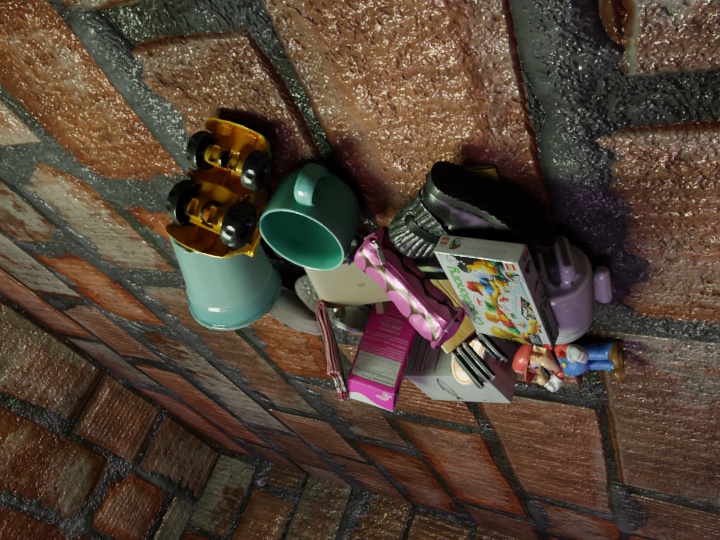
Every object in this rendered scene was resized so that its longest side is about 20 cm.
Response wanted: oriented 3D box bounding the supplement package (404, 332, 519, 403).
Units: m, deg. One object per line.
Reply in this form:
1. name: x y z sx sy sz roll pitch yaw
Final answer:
1. supplement package: 0.211 0.193 1.186 0.198 0.119 0.117 -10 139 45

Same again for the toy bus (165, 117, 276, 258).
1. toy bus: -0.199 -0.123 0.947 0.134 0.203 0.192 22 -176 18

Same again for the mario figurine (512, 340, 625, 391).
1. mario figurine: 0.379 0.182 1.055 0.197 0.106 0.126 -5 106 29

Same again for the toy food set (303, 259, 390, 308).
1. toy food set: 0.000 0.000 1.042 0.196 0.061 0.144 -9 146 7

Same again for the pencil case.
1. pencil case: 0.075 0.025 0.884 0.200 0.091 0.094 45 164 11

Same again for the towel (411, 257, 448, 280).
1. towel: 0.166 0.000 0.947 0.197 0.023 0.143 -4 166 39

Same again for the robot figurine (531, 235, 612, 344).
1. robot figurine: 0.296 0.037 0.875 0.167 0.114 0.201 -9 141 19

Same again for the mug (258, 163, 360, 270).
1. mug: -0.067 -0.095 0.919 0.151 0.116 0.184 36 147 -22

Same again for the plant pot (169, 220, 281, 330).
1. plant pot: -0.271 -0.023 1.121 0.197 0.202 0.198 12 142 18

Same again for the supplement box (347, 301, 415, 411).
1. supplement box: 0.050 0.164 1.167 0.102 0.202 0.102 16 151 11

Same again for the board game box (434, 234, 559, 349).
1. board game box: 0.195 0.032 0.806 0.125 0.035 0.201 11 148 40

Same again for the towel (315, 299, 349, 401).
1. towel: -0.054 0.164 1.124 0.022 0.146 0.201 -13 152 -2

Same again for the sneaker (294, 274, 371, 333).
1. sneaker: -0.065 0.082 1.255 0.199 0.077 0.080 35 159 -17

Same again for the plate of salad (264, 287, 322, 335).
1. plate of salad: -0.157 0.089 1.247 0.198 0.049 0.200 30 -168 -7

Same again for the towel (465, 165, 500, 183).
1. towel: 0.186 -0.081 0.866 0.085 0.018 0.201 -2 141 28

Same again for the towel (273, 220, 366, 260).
1. towel: -0.077 -0.040 1.098 0.197 0.035 0.193 23 150 1

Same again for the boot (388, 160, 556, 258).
1. boot: 0.156 -0.058 0.826 0.209 0.080 0.158 28 144 -3

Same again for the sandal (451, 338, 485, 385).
1. sandal: 0.194 0.119 1.031 0.078 0.059 0.211 13 109 31

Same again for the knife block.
1. knife block: 0.150 0.106 0.970 0.196 0.179 0.064 1 168 22

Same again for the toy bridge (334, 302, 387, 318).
1. toy bridge: 0.038 0.051 1.132 0.196 0.027 0.069 -8 96 22
